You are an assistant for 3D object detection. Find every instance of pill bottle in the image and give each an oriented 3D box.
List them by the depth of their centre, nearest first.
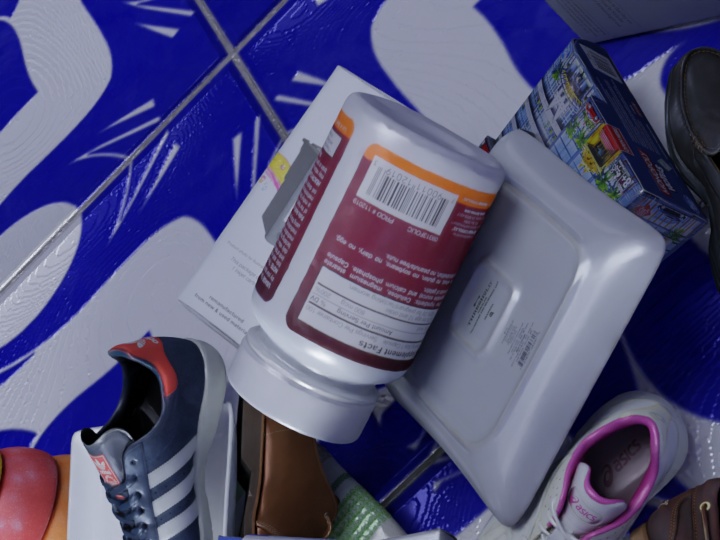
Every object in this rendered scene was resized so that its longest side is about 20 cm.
[{"bbox_3d":[0.000,0.000,1.165,0.114,0.113,0.201,41,108,48],"label":"pill bottle"}]

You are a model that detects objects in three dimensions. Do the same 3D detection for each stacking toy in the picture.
[{"bbox_3d":[-0.282,0.172,1.370,0.146,0.199,0.147,-39,33,32],"label":"stacking toy"}]

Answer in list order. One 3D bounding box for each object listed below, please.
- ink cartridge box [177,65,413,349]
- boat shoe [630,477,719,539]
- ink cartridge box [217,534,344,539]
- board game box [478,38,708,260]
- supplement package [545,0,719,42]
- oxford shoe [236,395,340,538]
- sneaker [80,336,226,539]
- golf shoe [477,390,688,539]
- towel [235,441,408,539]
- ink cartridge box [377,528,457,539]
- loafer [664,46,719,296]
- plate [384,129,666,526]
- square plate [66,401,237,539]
[{"bbox_3d":[-0.020,-0.022,1.303,0.085,0.148,0.201,33,87,25],"label":"ink cartridge box"},{"bbox_3d":[0.210,0.203,1.017,0.070,0.070,0.201,-36,45,19],"label":"boat shoe"},{"bbox_3d":[-0.022,0.221,1.097,0.199,0.042,0.121,-6,79,50],"label":"ink cartridge box"},{"bbox_3d":[0.116,-0.029,1.229,0.200,0.061,0.201,-52,34,25],"label":"board game box"},{"bbox_3d":[0.220,-0.251,1.268,0.198,0.117,0.118,-7,58,39],"label":"supplement package"},{"bbox_3d":[-0.048,0.175,1.213,0.071,0.070,0.203,127,146,-73],"label":"oxford shoe"},{"bbox_3d":[-0.144,0.141,1.192,0.075,0.084,0.203,-8,76,48],"label":"sneaker"},{"bbox_3d":[0.120,0.155,1.105,0.075,0.092,0.201,36,92,11],"label":"golf shoe"},{"bbox_3d":[-0.047,0.202,1.255,0.149,0.031,0.200,-49,53,1],"label":"towel"},{"bbox_3d":[0.020,0.269,1.147,0.094,0.037,0.202,-13,63,23],"label":"ink cartridge box"},{"bbox_3d":[0.242,-0.070,1.150,0.072,0.073,0.202,-7,55,-10],"label":"loafer"},{"bbox_3d":[0.087,0.027,1.152,0.201,0.032,0.200,-62,32,12],"label":"plate"},{"bbox_3d":[-0.141,0.201,1.264,0.199,0.028,0.201,-15,70,48],"label":"square plate"}]
